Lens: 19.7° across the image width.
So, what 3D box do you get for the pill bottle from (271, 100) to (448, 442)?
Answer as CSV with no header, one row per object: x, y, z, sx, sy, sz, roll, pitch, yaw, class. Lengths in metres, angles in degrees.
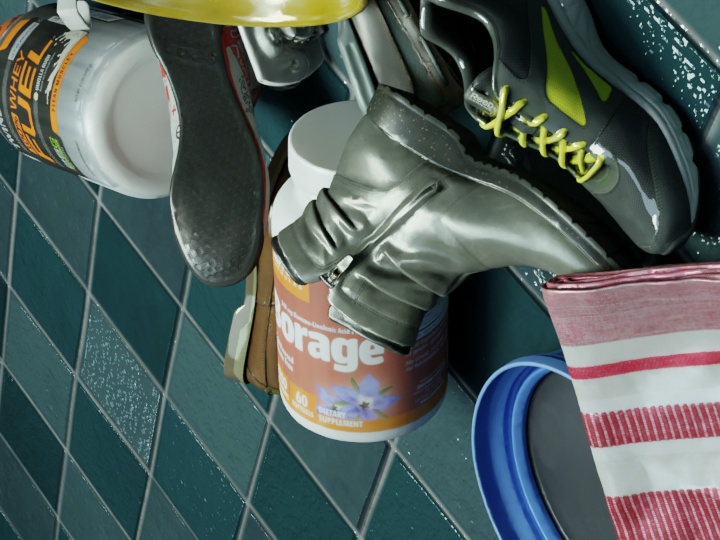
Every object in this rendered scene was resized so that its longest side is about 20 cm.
0.000,0.000,1.304,0.112,0.112,0.200,36,140,41,pill bottle

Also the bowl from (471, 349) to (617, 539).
0.145,0.141,1.250,0.201,0.039,0.201,38,141,40,bowl

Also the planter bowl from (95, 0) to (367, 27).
-0.090,-0.199,1.142,0.200,0.200,0.084,-2,79,59,planter bowl

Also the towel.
0.185,0.090,1.102,0.144,0.023,0.200,-6,111,34,towel

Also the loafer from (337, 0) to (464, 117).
0.008,-0.180,1.222,0.063,0.072,0.201,-16,96,16,loafer

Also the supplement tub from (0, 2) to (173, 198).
-0.193,-0.128,1.512,0.200,0.122,0.123,20,128,52,supplement tub

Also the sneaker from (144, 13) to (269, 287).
-0.090,-0.089,1.377,0.108,0.067,0.202,5,-107,-78,sneaker

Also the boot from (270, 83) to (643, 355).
0.054,-0.004,1.173,0.200,0.068,0.131,35,101,21,boot

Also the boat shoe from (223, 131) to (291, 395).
-0.041,-0.001,1.430,0.068,0.072,0.200,20,126,13,boat shoe

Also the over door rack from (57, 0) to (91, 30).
-0.119,-0.251,1.234,0.067,0.147,0.201,-31,-64,-79,over door rack

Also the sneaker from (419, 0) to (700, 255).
0.100,-0.085,1.105,0.200,0.084,0.075,56,150,15,sneaker

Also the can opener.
-0.081,-0.211,1.339,0.067,0.053,0.201,-12,100,61,can opener
